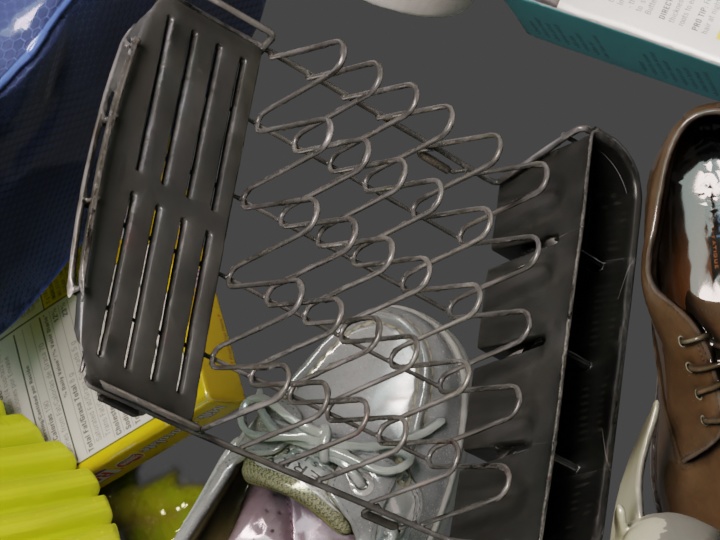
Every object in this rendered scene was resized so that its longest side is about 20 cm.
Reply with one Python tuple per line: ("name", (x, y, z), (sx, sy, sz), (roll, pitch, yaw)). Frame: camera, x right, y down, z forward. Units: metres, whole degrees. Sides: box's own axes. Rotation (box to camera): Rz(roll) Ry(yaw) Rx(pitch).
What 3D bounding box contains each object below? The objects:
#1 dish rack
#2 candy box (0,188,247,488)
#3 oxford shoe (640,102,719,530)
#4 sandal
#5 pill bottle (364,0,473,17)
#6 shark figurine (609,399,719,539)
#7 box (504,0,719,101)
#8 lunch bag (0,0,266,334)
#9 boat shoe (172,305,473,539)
("dish rack", (0.000, 0.000, 0.832), (0.055, 0.200, 0.154), (-17, 56, 45))
("candy box", (-0.107, -0.022, 0.947), (0.102, 0.026, 0.200), (-32, 64, 34))
("oxford shoe", (0.122, 0.041, 0.839), (0.073, 0.084, 0.200), (-14, 72, 9))
("sandal", (-0.152, 0.083, 0.910), (0.200, 0.079, 0.087), (44, 118, 43))
("pill bottle", (0.040, -0.190, 0.857), (0.110, 0.110, 0.200), (42, 120, 24))
("shark figurine", (0.104, 0.107, 0.760), (0.089, 0.214, 0.128), (20, 85, 4))
("box", (0.154, -0.093, 0.888), (0.200, 0.049, 0.082), (22, 81, 23))
("lunch bag", (-0.131, -0.092, 0.863), (0.132, 0.136, 0.200), (35, 74, 17))
("boat shoe", (-0.030, 0.098, 0.879), (0.074, 0.065, 0.202), (31, 81, 23))
